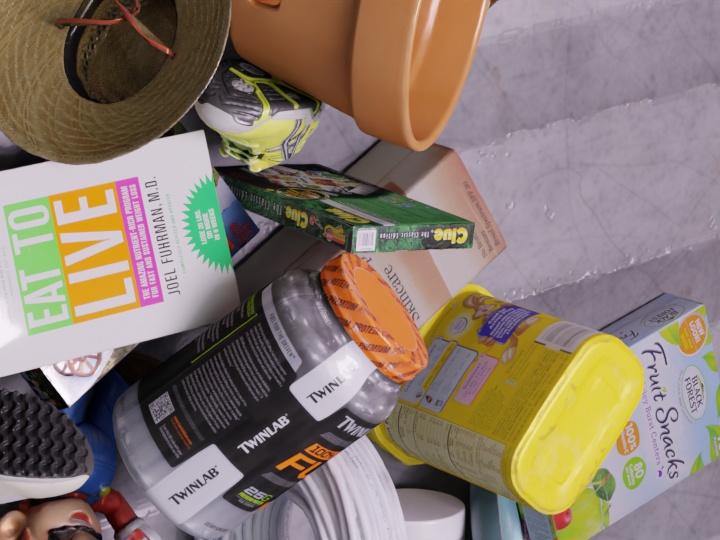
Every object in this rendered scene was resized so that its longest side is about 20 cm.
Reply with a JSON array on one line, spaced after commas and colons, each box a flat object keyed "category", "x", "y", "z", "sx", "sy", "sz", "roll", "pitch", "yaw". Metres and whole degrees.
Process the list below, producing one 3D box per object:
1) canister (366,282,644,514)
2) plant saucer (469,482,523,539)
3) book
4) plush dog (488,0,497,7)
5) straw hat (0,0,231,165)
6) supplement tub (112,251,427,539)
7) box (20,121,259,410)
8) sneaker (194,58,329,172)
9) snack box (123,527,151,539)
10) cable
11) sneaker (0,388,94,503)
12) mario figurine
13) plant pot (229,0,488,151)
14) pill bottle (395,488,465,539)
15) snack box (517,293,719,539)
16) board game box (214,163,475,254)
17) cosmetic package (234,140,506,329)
[{"category": "canister", "x": 0.105, "y": 0.095, "z": 1.835, "sx": 0.087, "sy": 0.200, "sz": 0.149, "roll": 42, "pitch": 77, "yaw": -33}, {"category": "plant saucer", "x": 0.113, "y": 0.241, "z": 1.907, "sx": 0.027, "sy": 0.200, "sz": 0.201, "roll": -10, "pitch": 111, "yaw": 8}, {"category": "book", "x": -0.182, "y": -0.011, "z": 1.625, "sx": 0.200, "sy": 0.048, "sz": 0.134, "roll": -15, "pitch": 94, "yaw": -36}, {"category": "plush dog", "x": 0.060, "y": -0.242, "z": 1.775, "sx": 0.200, "sy": 0.160, "sz": 0.172, "roll": -13, "pitch": 131, "yaw": -32}, {"category": "straw hat", "x": -0.154, "y": -0.150, "z": 1.640, "sx": 0.201, "sy": 0.201, "sz": 0.085, "roll": -61, "pitch": 152, "yaw": -7}, {"category": "supplement tub", "x": -0.060, "y": 0.082, "z": 1.645, "sx": 0.200, "sy": 0.123, "sz": 0.123, "roll": -36, "pitch": 125, "yaw": 15}, {"category": "box", "x": -0.181, "y": -0.019, "z": 1.672, "sx": 0.200, "sy": 0.038, "sz": 0.137, "roll": -45, "pitch": 107, "yaw": -29}, {"category": "sneaker", "x": -0.068, "y": -0.103, "z": 1.695, "sx": 0.077, "sy": 0.075, "sz": 0.200, "roll": -63, "pitch": 167, "yaw": 13}, {"category": "snack box", "x": -0.192, "y": 0.286, "z": 1.687, "sx": 0.200, "sy": 0.068, "sz": 0.169, "roll": -43, "pitch": 159, "yaw": -9}, {"category": "cable", "x": -0.043, "y": 0.197, "z": 1.755, "sx": 0.069, "sy": 0.200, "sz": 0.200, "roll": -8, "pitch": 144, "yaw": -41}, {"category": "sneaker", "x": -0.282, "y": 0.132, "z": 1.629, "sx": 0.199, "sy": 0.070, "sz": 0.093, "roll": 3, "pitch": 143, "yaw": -14}, {"category": "mario figurine", "x": -0.191, "y": 0.151, "z": 1.698, "sx": 0.123, "sy": 0.106, "sz": 0.201, "roll": 14, "pitch": 84, "yaw": 0}, {"category": "plant pot", "x": 0.000, "y": -0.194, "z": 1.629, "sx": 0.200, "sy": 0.140, "sz": 0.201, "roll": 16, "pitch": 90, "yaw": -77}, {"category": "pill bottle", "x": 0.038, "y": 0.278, "z": 1.886, "sx": 0.112, "sy": 0.112, "sz": 0.201, "roll": -8, "pitch": 104, "yaw": -33}, {"category": "snack box", "x": 0.212, "y": 0.125, "z": 2.007, "sx": 0.200, "sy": 0.053, "sz": 0.143, "roll": -27, "pitch": 117, "yaw": -29}, {"category": "board game box", "x": -0.019, "y": -0.046, "z": 1.717, "sx": 0.105, "sy": 0.200, "sz": 0.024, "roll": 0, "pitch": 104, "yaw": -34}, {"category": "cosmetic package", "x": 0.000, "y": 0.000, "z": 1.810, "sx": 0.200, "sy": 0.087, "sz": 0.103, "roll": -43, "pitch": 123, "yaw": -19}]
